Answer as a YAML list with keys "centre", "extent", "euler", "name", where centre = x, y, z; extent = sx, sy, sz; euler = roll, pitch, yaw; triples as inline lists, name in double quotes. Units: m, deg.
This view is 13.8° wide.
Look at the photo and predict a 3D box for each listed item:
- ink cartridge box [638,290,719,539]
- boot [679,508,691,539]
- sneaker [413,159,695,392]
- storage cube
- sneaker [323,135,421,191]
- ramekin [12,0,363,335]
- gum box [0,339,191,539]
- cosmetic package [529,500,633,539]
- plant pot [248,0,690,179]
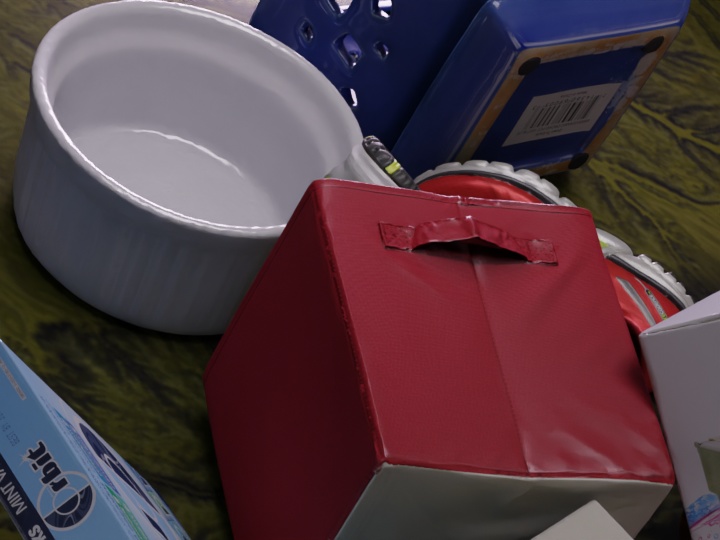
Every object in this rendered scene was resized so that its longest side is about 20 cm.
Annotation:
- centre: [0.227, 0.104, 1.544]
  extent: [0.144, 0.084, 0.201]
  euler: [-20, 98, -62]
  name: "ink cartridge box"
- centre: [0.297, 0.147, 1.689]
  extent: [0.199, 0.072, 0.155]
  euler: [18, 23, 21]
  name: "boot"
- centre: [0.109, 0.005, 1.785]
  extent: [0.199, 0.077, 0.085]
  euler: [28, 43, 5]
  name: "sneaker"
- centre: [0.036, 0.084, 1.555]
  extent: [0.170, 0.200, 0.180]
  euler: [6, 48, -24]
  name: "storage cube"
- centre: [0.000, 0.000, 1.655]
  extent: [0.076, 0.200, 0.075]
  euler: [-34, 59, -10]
  name: "sneaker"
- centre: [-0.105, -0.055, 1.714]
  extent: [0.199, 0.098, 0.201]
  euler: [15, 39, -12]
  name: "ramekin"
- centre: [-0.110, 0.141, 1.420]
  extent: [0.044, 0.200, 0.170]
  euler: [-37, 58, -1]
  name: "gum box"
- centre: [0.060, 0.212, 1.442]
  extent: [0.199, 0.104, 0.087]
  euler: [-30, 60, -25]
  name: "cosmetic package"
- centre: [0.078, -0.163, 1.871]
  extent: [0.199, 0.200, 0.180]
  euler: [-12, 58, -38]
  name: "plant pot"
